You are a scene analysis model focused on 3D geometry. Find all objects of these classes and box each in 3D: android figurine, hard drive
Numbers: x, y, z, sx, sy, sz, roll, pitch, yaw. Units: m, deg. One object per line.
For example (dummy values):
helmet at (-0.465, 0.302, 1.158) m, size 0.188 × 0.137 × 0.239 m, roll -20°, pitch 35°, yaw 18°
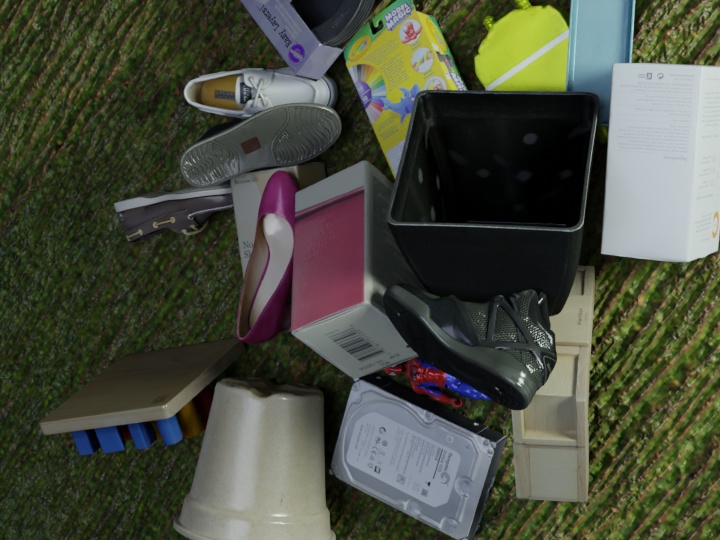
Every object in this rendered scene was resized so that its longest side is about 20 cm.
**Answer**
android figurine at (0.207, -0.212, 1.680) m, size 0.182 × 0.041 × 0.200 m, roll -35°, pitch 80°, yaw 27°
hard drive at (0.065, 0.223, 1.807) m, size 0.199 × 0.038 × 0.140 m, roll 24°, pitch 111°, yaw 22°

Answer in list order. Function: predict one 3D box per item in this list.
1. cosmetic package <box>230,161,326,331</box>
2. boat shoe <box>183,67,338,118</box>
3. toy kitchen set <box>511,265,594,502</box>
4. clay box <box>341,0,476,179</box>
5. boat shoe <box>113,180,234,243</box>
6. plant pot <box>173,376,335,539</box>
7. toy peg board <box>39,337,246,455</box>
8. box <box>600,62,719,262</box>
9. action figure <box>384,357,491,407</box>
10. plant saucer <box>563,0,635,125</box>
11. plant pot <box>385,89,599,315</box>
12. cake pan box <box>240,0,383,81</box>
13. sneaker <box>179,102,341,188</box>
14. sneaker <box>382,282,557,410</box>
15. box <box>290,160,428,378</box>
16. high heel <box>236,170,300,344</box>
cosmetic package at (-0.090, -0.028, 1.842) m, size 0.105 × 0.071 × 0.201 m, roll -7°, pitch 93°, yaw 29°
boat shoe at (-0.126, -0.216, 1.838) m, size 0.199 × 0.070 × 0.071 m, roll 8°, pitch 100°, yaw 27°
toy kitchen set at (0.176, 0.121, 1.679) m, size 0.162 × 0.200 × 0.181 m, roll 2°, pitch 135°, yaw 11°
clay box at (0.061, -0.206, 1.740) m, size 0.115 × 0.048 × 0.201 m, roll -32°, pitch 69°, yaw 29°
boat shoe at (-0.227, -0.075, 1.912) m, size 0.199 × 0.072 × 0.060 m, roll -8°, pitch 99°, yaw 32°
plant pot at (-0.118, 0.230, 1.829) m, size 0.200 × 0.200 × 0.184 m, roll 9°, pitch 93°, yaw 27°
toy peg board at (-0.260, 0.180, 1.899) m, size 0.199 × 0.199 × 0.098 m, roll -11°, pitch 107°, yaw 28°
box at (0.324, -0.117, 1.584) m, size 0.097 × 0.124 × 0.201 m, roll 7°, pitch 99°, yaw 27°
action figure at (0.118, 0.126, 1.769) m, size 0.199 × 0.052 × 0.066 m, roll 7°, pitch 105°, yaw 29°
plant saucer at (0.261, -0.256, 1.625) m, size 0.070 × 0.019 × 0.201 m, roll 4°, pitch 89°, yaw 11°
plant pot at (0.150, -0.060, 1.608) m, size 0.199 × 0.200 × 0.178 m, roll 3°, pitch 139°, yaw 13°
cake pan box at (-0.055, -0.352, 1.776) m, size 0.184 × 0.052 × 0.200 m, roll -47°, pitch 63°, yaw 26°
sneaker at (-0.121, -0.165, 1.817) m, size 0.199 × 0.106 × 0.075 m, roll -16°, pitch 108°, yaw 4°
sneaker at (0.123, 0.056, 1.576) m, size 0.199 × 0.114 × 0.076 m, roll 29°, pitch 147°, yaw 28°
box at (0.000, 0.000, 1.717) m, size 0.109 × 0.128 × 0.201 m, roll -23°, pitch 48°, yaw 29°
high heel at (-0.112, -0.015, 1.760) m, size 0.067 × 0.096 × 0.201 m, roll 13°, pitch 102°, yaw 24°
